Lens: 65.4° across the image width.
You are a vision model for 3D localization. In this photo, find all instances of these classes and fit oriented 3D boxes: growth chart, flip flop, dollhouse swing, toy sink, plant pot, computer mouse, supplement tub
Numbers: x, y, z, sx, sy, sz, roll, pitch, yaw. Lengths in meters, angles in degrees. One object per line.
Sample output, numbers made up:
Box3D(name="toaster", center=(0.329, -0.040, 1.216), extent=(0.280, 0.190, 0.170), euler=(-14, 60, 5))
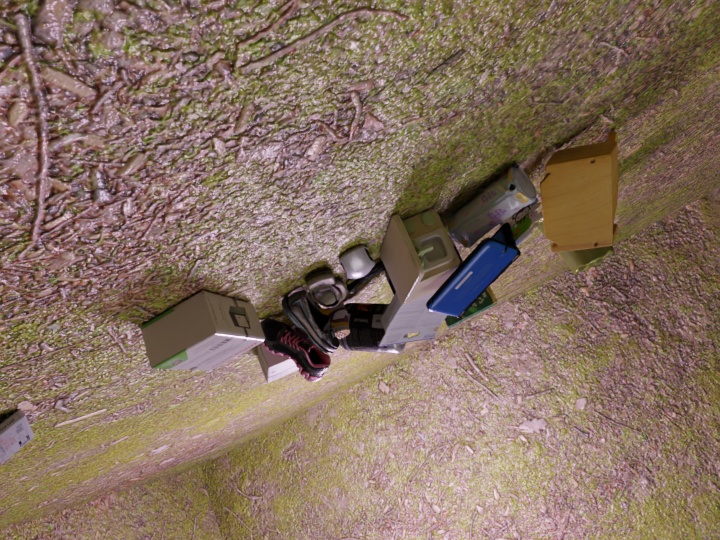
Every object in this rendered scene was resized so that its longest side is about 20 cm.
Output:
Box3D(name="growth chart", center=(0.342, -0.110, 1.233), extent=(0.146, 0.017, 0.202), euler=(-52, -166, 35))
Box3D(name="flip flop", center=(-0.071, 0.050, 1.236), extent=(0.079, 0.059, 0.200), euler=(-25, 164, -1))
Box3D(name="dollhouse swing", center=(0.480, -0.182, 1.217), extent=(0.176, 0.205, 0.178), euler=(-7, -149, 17))
Box3D(name="toy sink", center=(0.123, -0.035, 1.149), extent=(0.109, 0.133, 0.201), euler=(-21, 162, -13))
Box3D(name="plant pot", center=(0.641, -0.101, 1.646), extent=(0.195, 0.189, 0.201), euler=(-23, 164, -7))
Box3D(name="computer mouse", center=(0.000, 0.000, 1.218), extent=(0.107, 0.045, 0.200), euler=(-28, 164, 4))
Box3D(name="supplement tub", center=(0.019, 0.148, 1.459), extent=(0.193, 0.127, 0.122), euler=(0, 173, 22))

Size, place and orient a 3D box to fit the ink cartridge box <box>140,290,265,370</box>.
Box3D(name="ink cartridge box", center=(-0.292, 0.121, 1.066), extent=(0.142, 0.086, 0.200), euler=(-28, 164, 9))

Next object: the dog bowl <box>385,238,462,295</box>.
Box3D(name="dog bowl", center=(0.164, 0.004, 1.424), extent=(0.195, 0.081, 0.201), euler=(-24, 164, -7))

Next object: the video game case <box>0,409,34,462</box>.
Box3D(name="video game case", center=(-0.752, 0.374, 1.127), extent=(0.182, 0.022, 0.200), euler=(-46, 178, -36))

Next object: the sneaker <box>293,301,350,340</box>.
Box3D(name="sneaker", center=(-0.117, 0.138, 1.395), extent=(0.194, 0.093, 0.075), euler=(-18, 157, 17))

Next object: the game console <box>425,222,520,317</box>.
Box3D(name="game console", center=(0.227, -0.013, 1.176), extent=(0.167, 0.120, 0.201), euler=(13, 127, -41))

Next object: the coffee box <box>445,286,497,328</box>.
Box3D(name="coffee box", center=(0.373, 0.104, 1.985), extent=(0.195, 0.126, 0.044), euler=(-25, 162, 4))

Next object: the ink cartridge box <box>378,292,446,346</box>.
Box3D(name="ink cartridge box", center=(0.146, 0.091, 1.353), extent=(0.195, 0.041, 0.203), euler=(-2, 132, -38))

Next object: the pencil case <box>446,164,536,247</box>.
Box3D(name="pencil case", center=(0.270, -0.128, 1.166), extent=(0.199, 0.084, 0.091), euler=(-39, -179, 41))

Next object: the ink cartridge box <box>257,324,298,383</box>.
Box3D(name="ink cartridge box", center=(-0.201, 0.223, 1.525), extent=(0.143, 0.085, 0.201), euler=(-21, 163, -17))

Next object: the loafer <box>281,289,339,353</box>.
Box3D(name="loafer", center=(-0.097, 0.118, 1.258), extent=(0.062, 0.073, 0.200), euler=(-30, 131, 14))

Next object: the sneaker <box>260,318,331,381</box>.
Box3D(name="sneaker", center=(-0.147, 0.173, 1.299), extent=(0.095, 0.198, 0.080), euler=(-36, -160, 54))
